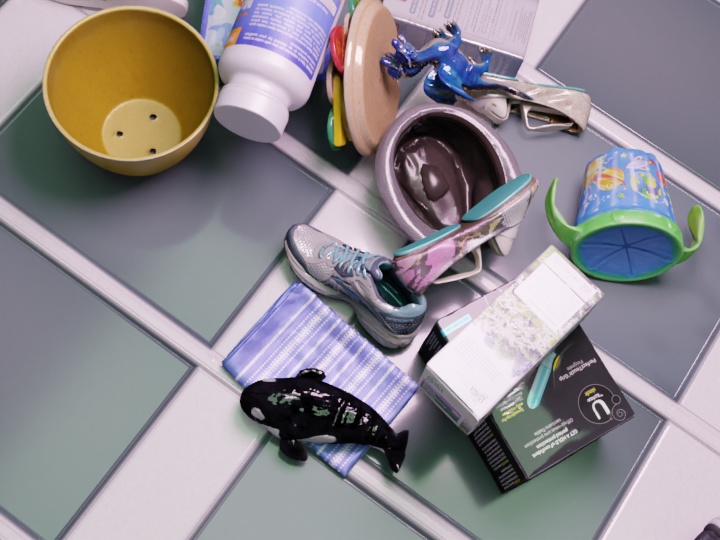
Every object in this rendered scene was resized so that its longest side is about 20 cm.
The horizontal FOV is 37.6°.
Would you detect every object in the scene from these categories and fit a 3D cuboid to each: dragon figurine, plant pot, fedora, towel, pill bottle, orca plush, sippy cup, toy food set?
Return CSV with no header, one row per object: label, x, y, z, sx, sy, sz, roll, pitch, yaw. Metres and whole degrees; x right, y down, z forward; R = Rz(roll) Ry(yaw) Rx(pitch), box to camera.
dragon figurine,0.115,-0.236,1.303,0.200,0.059,0.100,35,70,-22
plant pot,-0.270,-0.193,1.274,0.199,0.142,0.201,2,70,-6
fedora,0.102,-0.104,1.311,0.176,0.090,0.200,-34,84,-15
towel,-0.047,0.123,1.250,0.200,0.024,0.145,41,72,8
pill bottle,-0.097,-0.255,1.218,0.111,0.112,0.201,19,73,1
orca plush,-0.040,0.170,1.191,0.199,0.071,0.105,32,74,4
sippy cup,0.327,-0.076,1.314,0.177,0.139,0.131,31,51,-36
toy food set,0.005,-0.241,1.299,0.048,0.198,0.201,5,104,17

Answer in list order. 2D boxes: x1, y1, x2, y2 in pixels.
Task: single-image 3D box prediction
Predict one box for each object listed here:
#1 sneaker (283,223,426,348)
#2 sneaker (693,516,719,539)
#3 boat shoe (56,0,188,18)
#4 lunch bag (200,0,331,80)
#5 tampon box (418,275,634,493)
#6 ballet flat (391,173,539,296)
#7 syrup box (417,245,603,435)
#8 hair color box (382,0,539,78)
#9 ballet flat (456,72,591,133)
sneaker,0.000,0.000,1.259,0.200,0.086,0.078,37,53,4
sneaker,0.422,0.387,1.184,0.113,0.076,0.201,-26,69,-14
boat shoe,-0.318,-0.376,1.379,0.199,0.072,0.069,9,69,6
lunch bag,-0.112,-0.334,1.351,0.169,0.128,0.201,7,60,-4
tampon box,0.185,0.127,1.219,0.149,0.126,0.201,-26,76,-14
ballet flat,0.130,-0.035,1.224,0.199,0.069,0.071,-32,102,-11
syrup box,0.158,0.074,1.124,0.200,0.082,0.079,-42,78,-16
hair color box,0.128,-0.336,1.414,0.199,0.061,0.100,18,69,-1
ballet flat,0.205,-0.217,1.379,0.199,0.067,0.063,7,79,-4
